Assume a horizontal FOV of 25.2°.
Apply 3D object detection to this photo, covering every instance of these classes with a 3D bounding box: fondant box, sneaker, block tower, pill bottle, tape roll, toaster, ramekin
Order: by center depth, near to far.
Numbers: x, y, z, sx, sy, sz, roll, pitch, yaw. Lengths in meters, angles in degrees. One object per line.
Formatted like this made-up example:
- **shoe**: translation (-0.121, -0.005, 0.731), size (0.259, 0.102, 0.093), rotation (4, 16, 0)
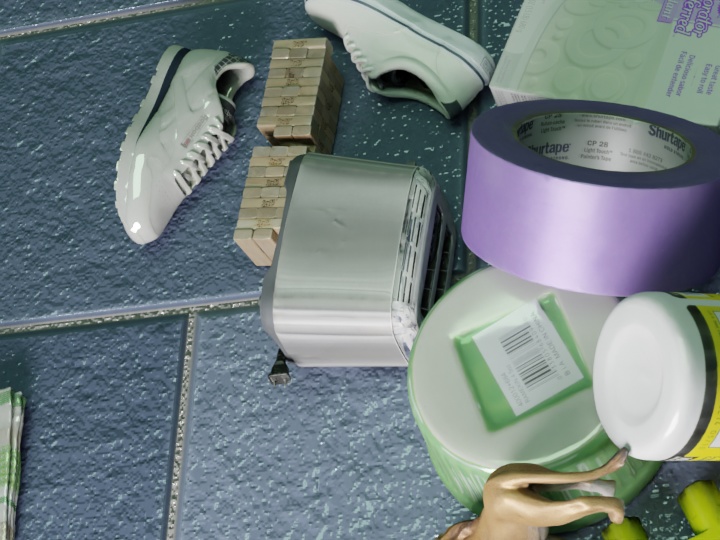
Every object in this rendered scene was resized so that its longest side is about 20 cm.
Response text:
- **pill bottle**: translation (0.270, 0.074, 1.104), size (0.199, 0.113, 0.113), rotation (3, 55, -24)
- **ramekin**: translation (0.131, 0.086, 1.205), size (0.199, 0.098, 0.201), rotation (-9, 60, 16)
- **tape roll**: translation (0.178, -0.059, 1.209), size (0.199, 0.085, 0.200), rotation (3, 23, -1)
- **toaster**: translation (0.000, 0.000, 1.294), size (0.129, 0.114, 0.201), rotation (1, 62, 18)
- **fondant box**: translation (0.226, -0.182, 1.341), size (0.199, 0.058, 0.145), rotation (14, 68, 25)
- **block tower**: translation (-0.060, -0.104, 1.407), size (0.054, 0.058, 0.201), rotation (0, 65, 20)
- **sneaker**: translation (0.020, -0.196, 1.415), size (0.200, 0.073, 0.071), rotation (28, 72, 30)
- **sneaker**: translation (-0.159, -0.114, 1.442), size (0.080, 0.076, 0.201), rotation (10, 68, 14)

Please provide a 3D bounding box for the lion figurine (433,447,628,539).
- **lion figurine**: translation (0.109, 0.179, 1.128), size (0.122, 0.201, 0.073), rotation (12, 41, 0)

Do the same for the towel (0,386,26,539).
- **towel**: translation (-0.355, 0.205, 1.369), size (0.149, 0.031, 0.201), rotation (-11, 62, 17)

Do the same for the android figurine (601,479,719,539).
- **android figurine**: translation (0.247, 0.248, 1.109), size (0.182, 0.041, 0.200), rotation (-28, 56, 4)
